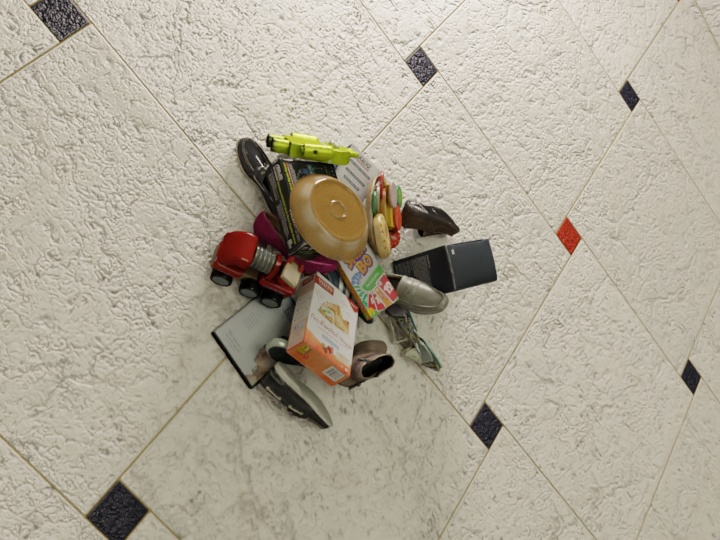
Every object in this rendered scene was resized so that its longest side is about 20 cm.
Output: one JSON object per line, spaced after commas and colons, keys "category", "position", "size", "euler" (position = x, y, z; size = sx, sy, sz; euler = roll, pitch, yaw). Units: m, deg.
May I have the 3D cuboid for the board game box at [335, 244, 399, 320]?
{"category": "board game box", "position": [0.000, 0.000, 1.735], "size": [0.095, 0.030, 0.201], "euler": [-31, 89, -37]}

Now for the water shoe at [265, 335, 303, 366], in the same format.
{"category": "water shoe", "position": [-0.124, 0.154, 1.646], "size": [0.199, 0.071, 0.080], "euler": [25, 53, -48]}

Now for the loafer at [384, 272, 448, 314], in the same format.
{"category": "loafer", "position": [0.105, 0.049, 1.777], "size": [0.070, 0.199, 0.070], "euler": [-63, 143, -21]}

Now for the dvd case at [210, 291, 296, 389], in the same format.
{"category": "dvd case", "position": [-0.199, 0.130, 1.643], "size": [0.200, 0.017, 0.143], "euler": [-41, 102, -37]}

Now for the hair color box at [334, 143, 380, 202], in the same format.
{"category": "hair color box", "position": [-0.043, -0.184, 1.813], "size": [0.100, 0.060, 0.201], "euler": [43, 58, -21]}

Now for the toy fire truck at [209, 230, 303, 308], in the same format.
{"category": "toy fire truck", "position": [-0.191, -0.007, 1.556], "size": [0.175, 0.200, 0.130], "euler": [26, 59, -20]}

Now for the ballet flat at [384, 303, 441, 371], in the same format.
{"category": "ballet flat", "position": [0.115, 0.163, 1.846], "size": [0.072, 0.072, 0.201], "euler": [-36, 100, -37]}

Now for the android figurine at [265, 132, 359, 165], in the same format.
{"category": "android figurine", "position": [-0.103, -0.266, 1.722], "size": [0.198, 0.182, 0.041], "euler": [6, 106, -16]}

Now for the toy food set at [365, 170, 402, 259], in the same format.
{"category": "toy food set", "position": [0.056, -0.126, 1.820], "size": [0.200, 0.048, 0.200], "euler": [5, 83, -72]}

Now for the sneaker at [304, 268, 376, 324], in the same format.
{"category": "sneaker", "position": [-0.049, 0.056, 1.745], "size": [0.200, 0.075, 0.085], "euler": [49, 61, -9]}

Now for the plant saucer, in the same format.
{"category": "plant saucer", "position": [-0.053, -0.118, 1.623], "size": [0.199, 0.035, 0.202], "euler": [21, 53, -31]}

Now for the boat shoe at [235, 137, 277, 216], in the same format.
{"category": "boat shoe", "position": [-0.199, -0.203, 1.702], "size": [0.072, 0.063, 0.201], "euler": [-33, 98, -37]}

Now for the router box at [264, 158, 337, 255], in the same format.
{"category": "router box", "position": [-0.103, -0.132, 1.658], "size": [0.149, 0.062, 0.202], "euler": [-1, 67, -43]}

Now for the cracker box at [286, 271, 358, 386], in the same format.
{"category": "cracker box", "position": [-0.074, 0.118, 1.625], "size": [0.134, 0.057, 0.201], "euler": [41, 34, -28]}

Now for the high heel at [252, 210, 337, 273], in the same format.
{"category": "high heel", "position": [-0.132, -0.061, 1.658], "size": [0.199, 0.096, 0.068], "euler": [24, 46, -5]}

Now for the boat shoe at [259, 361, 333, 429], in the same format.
{"category": "boat shoe", "position": [-0.130, 0.270, 1.630], "size": [0.060, 0.074, 0.200], "euler": [-38, 125, 4]}

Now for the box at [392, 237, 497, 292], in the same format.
{"category": "box", "position": [0.196, 0.001, 1.853], "size": [0.147, 0.199, 0.105], "euler": [-9, 85, -37]}

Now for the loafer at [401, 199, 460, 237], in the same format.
{"category": "loafer", "position": [0.166, -0.120, 1.958], "size": [0.199, 0.071, 0.073], "euler": [17, 29, -40]}

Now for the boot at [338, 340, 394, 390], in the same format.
{"category": "boot", "position": [0.024, 0.198, 1.707], "size": [0.199, 0.146, 0.071], "euler": [-30, 98, -37]}
